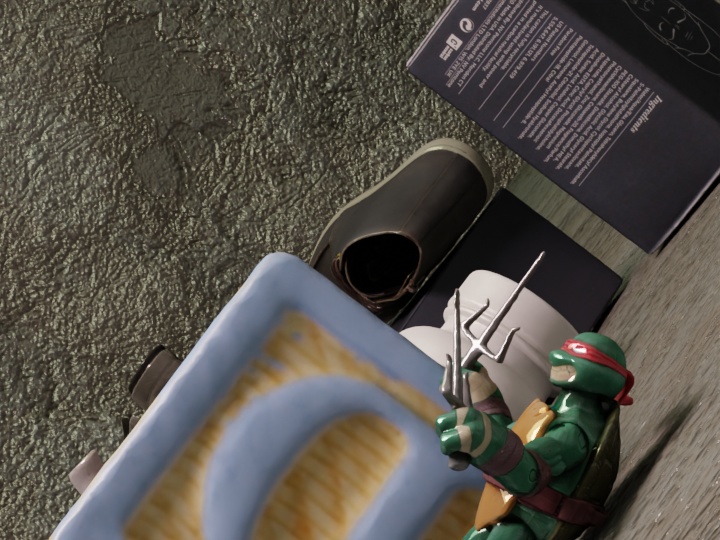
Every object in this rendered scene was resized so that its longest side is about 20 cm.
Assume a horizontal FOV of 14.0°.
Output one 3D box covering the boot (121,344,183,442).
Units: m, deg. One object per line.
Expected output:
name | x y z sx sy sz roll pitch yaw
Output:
boot | -0.099 0.146 2.006 0.068 0.130 0.201 -44 -35 -50

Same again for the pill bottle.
pill bottle | 0.038 0.102 1.637 0.200 0.111 0.111 -53 1 -16

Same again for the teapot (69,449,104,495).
teapot | -0.124 0.233 1.889 0.197 0.146 0.201 20 -92 -63

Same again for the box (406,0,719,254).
box | 0.154 -0.134 1.885 0.107 0.200 0.148 -53 0 32

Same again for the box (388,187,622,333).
box | 0.052 0.081 1.903 0.200 0.104 0.182 -54 0 -39

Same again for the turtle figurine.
turtle figurine | 0.064 0.090 1.306 0.150 0.100 0.201 46 -112 -84

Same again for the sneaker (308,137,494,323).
sneaker | 0.000 0.000 1.900 0.200 0.075 0.106 -50 -1 44

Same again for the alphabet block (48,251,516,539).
alphabet block | -0.034 0.134 1.457 0.196 0.196 0.200 -51 1 -16
